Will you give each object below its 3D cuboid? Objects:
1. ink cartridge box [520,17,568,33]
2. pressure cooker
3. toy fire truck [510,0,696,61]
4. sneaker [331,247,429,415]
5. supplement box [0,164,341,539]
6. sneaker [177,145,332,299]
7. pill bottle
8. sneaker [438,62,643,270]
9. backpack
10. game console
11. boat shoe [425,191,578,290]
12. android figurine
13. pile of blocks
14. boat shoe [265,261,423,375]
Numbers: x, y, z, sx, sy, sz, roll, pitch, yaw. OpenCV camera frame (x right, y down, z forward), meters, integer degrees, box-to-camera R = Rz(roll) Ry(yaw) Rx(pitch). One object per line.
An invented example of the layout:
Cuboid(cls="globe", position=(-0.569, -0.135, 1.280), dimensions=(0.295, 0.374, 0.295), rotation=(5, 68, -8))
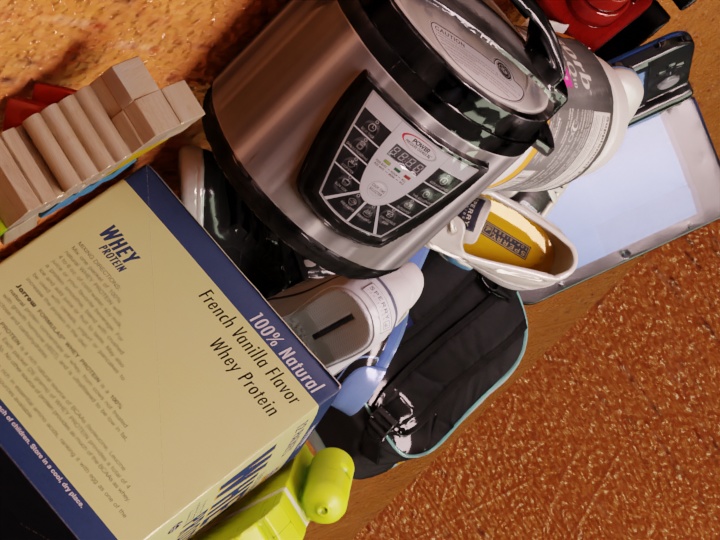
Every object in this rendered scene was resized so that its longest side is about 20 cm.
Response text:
Cuboid(cls="ink cartridge box", position=(0.053, -0.137, 1.808), dimensions=(0.200, 0.067, 0.117), rotation=(-45, 167, 15))
Cuboid(cls="pressure cooker", position=(0.020, -0.116, 1.503), dimensions=(0.200, 0.179, 0.176), rotation=(-42, 164, 23))
Cuboid(cls="toy fire truck", position=(0.213, -0.257, 1.835), dimensions=(0.176, 0.129, 0.200), rotation=(-38, 178, -23))
Cuboid(cls="sneaker", position=(0.000, 0.000, 1.735), dimensions=(0.200, 0.078, 0.070), rotation=(-70, -166, -9))
Cuboid(cls="supplement box", position=(-0.160, 0.081, 1.555), dimensions=(0.200, 0.200, 0.134), rotation=(-37, 170, -27))
Cuboid(cls="sneaker", position=(-0.064, -0.022, 1.653), dimensions=(0.112, 0.073, 0.200), rotation=(-4, 147, 0))
Cuboid(cls="pill bottle", position=(0.107, -0.112, 1.671), dimensions=(0.116, 0.116, 0.200), rotation=(-47, 162, 20))
Cuboid(cls="sneaker", position=(0.135, -0.074, 1.803), dimensions=(0.200, 0.073, 0.072), rotation=(-41, 132, 13))
Cuboid(cls="backpack", position=(0.024, 0.048, 1.875), dimensions=(0.200, 0.176, 0.153), rotation=(-38, -173, -33))
Cuboid(cls="game console", position=(0.186, -0.077, 1.887), dimensions=(0.200, 0.118, 0.171), rotation=(-25, 167, -2))
Cuboid(cls="boat shoe", position=(0.064, -0.041, 1.688), dimensions=(0.070, 0.200, 0.071), rotation=(-3, -119, 66))
Cuboid(cls="android figurine", position=(-0.088, 0.178, 1.633), dimensions=(0.182, 0.041, 0.200), rotation=(-29, -167, 12))
Cuboid(cls="pile of blocks", position=(-0.186, -0.060, 1.332), dimensions=(0.200, 0.062, 0.082), rotation=(-31, 178, -15))
Cuboid(cls="boat shoe", position=(-0.028, 0.043, 1.624), dimensions=(0.067, 0.074, 0.200), rotation=(-29, -173, -39))
